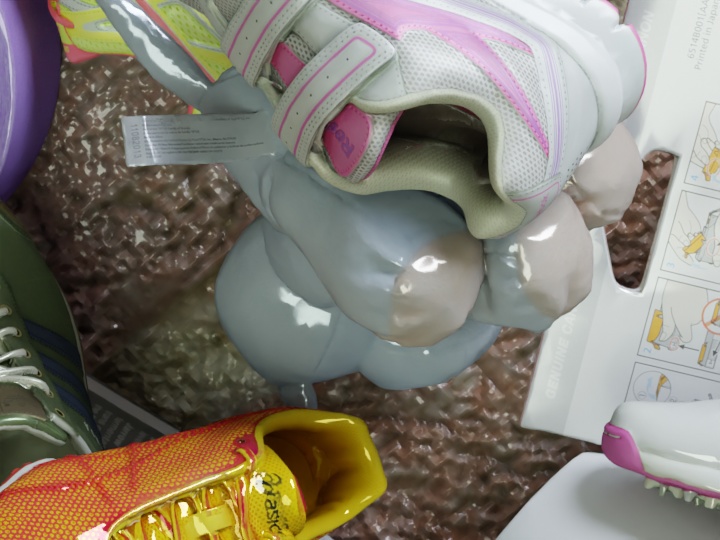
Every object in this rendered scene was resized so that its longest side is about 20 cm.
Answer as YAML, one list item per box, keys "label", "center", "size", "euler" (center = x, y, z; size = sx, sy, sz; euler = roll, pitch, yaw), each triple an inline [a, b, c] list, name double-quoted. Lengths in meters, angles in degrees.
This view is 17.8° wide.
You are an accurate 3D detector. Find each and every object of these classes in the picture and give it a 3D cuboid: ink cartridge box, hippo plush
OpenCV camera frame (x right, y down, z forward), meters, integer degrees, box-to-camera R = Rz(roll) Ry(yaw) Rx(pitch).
- label: "ink cartridge box"
  center: [0.172, -0.010, 0.925]
  size: [0.176, 0.045, 0.201]
  euler: [15, 109, 5]
- label: "hippo plush"
  center: [0.000, 0.000, 0.891]
  size: [0.199, 0.160, 0.161]
  euler: [-2, 139, -14]

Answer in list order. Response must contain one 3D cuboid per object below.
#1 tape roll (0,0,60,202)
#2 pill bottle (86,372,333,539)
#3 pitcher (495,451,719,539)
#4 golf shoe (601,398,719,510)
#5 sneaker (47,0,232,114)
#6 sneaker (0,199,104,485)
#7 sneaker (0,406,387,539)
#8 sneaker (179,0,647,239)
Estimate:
- label: "tape roll"
  center: [-0.230, -0.091, 0.965]
  size: [0.199, 0.066, 0.201]
  euler: [3, 108, 10]
- label: "pill bottle"
  center: [-0.104, 0.117, 0.981]
  size: [0.200, 0.114, 0.114]
  euler: [31, 110, 0]
- label: "pitcher"
  center: [0.141, 0.178, 0.956]
  size: [0.200, 0.172, 0.121]
  euler: [42, 74, 14]
- label: "golf shoe"
  center: [0.194, 0.054, 0.890]
  size: [0.199, 0.075, 0.092]
  euler: [4, 93, 5]
- label: "sneaker"
  center: [-0.105, -0.128, 0.924]
  size: [0.200, 0.078, 0.090]
  euler: [40, 112, -4]
- label: "sneaker"
  center: [-0.134, 0.051, 0.884]
  size: [0.067, 0.090, 0.201]
  euler: [-19, 85, -7]
- label: "sneaker"
  center: [-0.068, 0.087, 0.829]
  size: [0.077, 0.200, 0.073]
  euler: [-18, 95, 40]
- label: "sneaker"
  center: [-0.003, -0.080, 0.789]
  size: [0.199, 0.088, 0.081]
  euler: [25, 145, 2]
